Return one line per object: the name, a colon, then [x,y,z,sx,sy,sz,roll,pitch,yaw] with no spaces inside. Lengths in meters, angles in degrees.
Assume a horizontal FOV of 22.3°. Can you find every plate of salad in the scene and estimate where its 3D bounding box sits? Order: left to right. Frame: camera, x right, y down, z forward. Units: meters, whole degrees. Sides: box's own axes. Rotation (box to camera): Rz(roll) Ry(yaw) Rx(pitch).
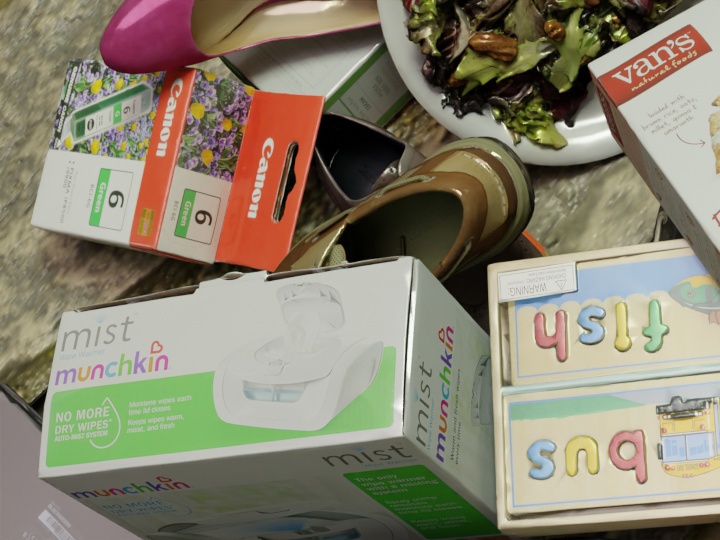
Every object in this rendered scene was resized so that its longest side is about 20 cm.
plate of salad: [0.107,-0.154,0.976,0.200,0.200,0.048,-36,11,8]

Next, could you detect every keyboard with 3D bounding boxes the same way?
keyboard: [-0.182,0.168,1.026,0.200,0.021,0.127,41,83,22]

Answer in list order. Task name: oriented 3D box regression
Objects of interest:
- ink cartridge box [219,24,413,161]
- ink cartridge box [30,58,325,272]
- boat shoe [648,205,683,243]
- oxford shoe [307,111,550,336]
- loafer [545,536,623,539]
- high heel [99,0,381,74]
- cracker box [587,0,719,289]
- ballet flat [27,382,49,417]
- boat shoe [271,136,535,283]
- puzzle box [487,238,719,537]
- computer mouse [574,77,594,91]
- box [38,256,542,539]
ink cartridge box: [0.016,-0.168,1.097,0.200,0.059,0.104,-46,53,0]
ink cartridge box: [-0.112,-0.064,1.076,0.199,0.050,0.110,11,87,48]
boat shoe: [0.179,0.002,0.922,0.064,0.070,0.201,-8,66,62]
oxford shoe: [0.037,-0.021,1.001,0.071,0.073,0.200,-50,53,-3]
loafer: [0.062,0.171,0.878,0.199,0.072,0.073,-14,82,26]
high heel: [-0.044,-0.144,1.020,0.199,0.068,0.096,-22,45,-14]
cracker box: [0.206,-0.050,0.822,0.133,0.058,0.201,-29,47,1]
ballet flat: [-0.169,0.082,1.077,0.200,0.046,0.067,-40,52,6]
boat shoe: [0.000,0.000,0.951,0.200,0.074,0.076,-41,83,31]
puzzle box: [0.157,0.051,0.851,0.199,0.025,0.134,-8,72,20]
computer mouse: [0.139,-0.195,1.018,0.138,0.053,0.201,21,102,-6]
box: [-0.028,0.080,0.921,0.199,0.176,0.097,-8,62,24]
